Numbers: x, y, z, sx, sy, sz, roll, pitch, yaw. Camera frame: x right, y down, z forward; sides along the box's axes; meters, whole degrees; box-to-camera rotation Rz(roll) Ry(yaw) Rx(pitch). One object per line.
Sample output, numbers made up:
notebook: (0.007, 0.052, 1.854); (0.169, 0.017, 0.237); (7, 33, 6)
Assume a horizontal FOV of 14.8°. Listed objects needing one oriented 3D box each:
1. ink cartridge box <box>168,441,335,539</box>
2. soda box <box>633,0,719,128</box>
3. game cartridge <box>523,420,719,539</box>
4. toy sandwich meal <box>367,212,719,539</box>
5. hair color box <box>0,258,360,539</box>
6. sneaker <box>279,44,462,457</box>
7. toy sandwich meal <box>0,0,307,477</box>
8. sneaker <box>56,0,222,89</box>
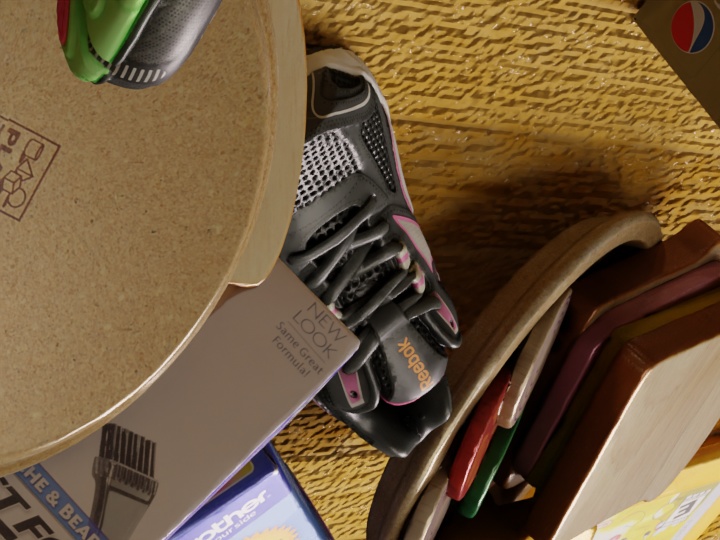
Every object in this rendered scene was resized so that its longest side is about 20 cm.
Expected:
ink cartridge box: (-0.088, 0.104, 1.024); (0.136, 0.076, 0.200); (-34, 153, -3)
soda box: (0.194, -0.091, 1.048); (0.199, 0.064, 0.068); (-2, 139, -51)
game cartridge: (0.104, 0.150, 1.396); (0.176, 0.032, 0.200); (-12, 145, -41)
toy sandwich meal: (0.082, 0.064, 1.100); (0.205, 0.070, 0.205); (-48, 162, -22)
hair color box: (-0.103, 0.048, 0.780); (0.200, 0.109, 0.065); (-44, 178, -43)
sneaker: (0.000, 0.000, 0.937); (0.080, 0.086, 0.200); (-36, 155, -3)
toy sandwich meal: (-0.103, -0.039, 0.716); (0.204, 0.070, 0.206); (-15, 117, -32)
sneaker: (0.003, -0.112, 0.672); (0.200, 0.084, 0.077); (-49, -166, -25)
